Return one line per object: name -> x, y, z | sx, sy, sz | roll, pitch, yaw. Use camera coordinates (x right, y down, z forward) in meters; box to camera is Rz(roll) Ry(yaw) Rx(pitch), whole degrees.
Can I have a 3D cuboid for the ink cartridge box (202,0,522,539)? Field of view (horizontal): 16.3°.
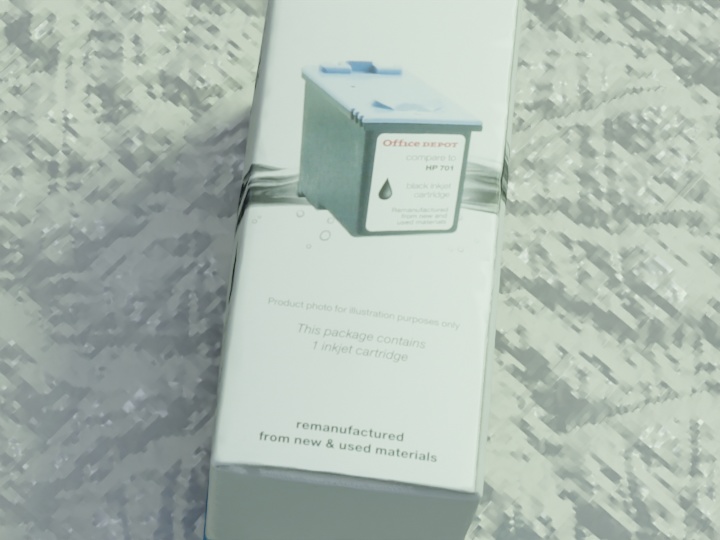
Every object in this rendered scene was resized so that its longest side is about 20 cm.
ink cartridge box -> 0.000, 0.000, 0.821 | 0.086, 0.147, 0.201 | 6, 65, -3
